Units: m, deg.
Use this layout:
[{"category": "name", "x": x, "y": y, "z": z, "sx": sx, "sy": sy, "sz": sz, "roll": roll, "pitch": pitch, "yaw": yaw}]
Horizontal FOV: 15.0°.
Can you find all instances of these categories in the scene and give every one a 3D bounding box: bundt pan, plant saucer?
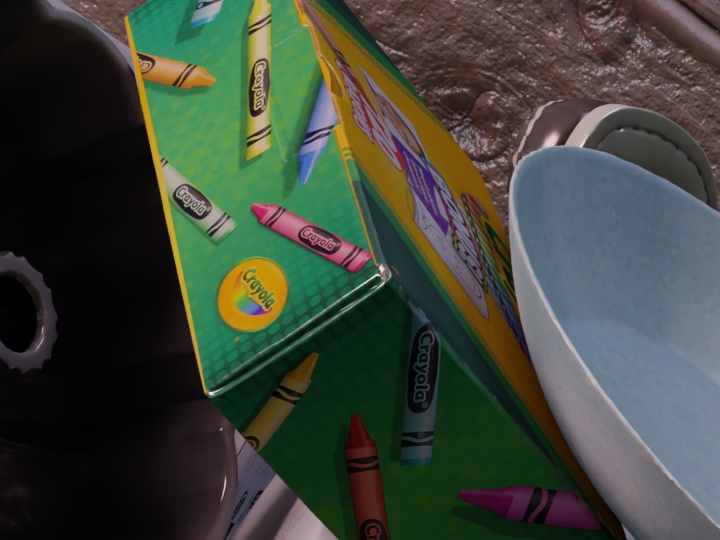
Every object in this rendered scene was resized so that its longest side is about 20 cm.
[{"category": "bundt pan", "x": -0.121, "y": 0.020, "z": 0.746, "sx": 0.075, "sy": 0.203, "sz": 0.202, "roll": -15, "pitch": -30, "yaw": 32}, {"category": "plant saucer", "x": 0.105, "y": 0.051, "z": 0.732, "sx": 0.201, "sy": 0.039, "sz": 0.201, "roll": 35, "pitch": 23, "yaw": -17}]

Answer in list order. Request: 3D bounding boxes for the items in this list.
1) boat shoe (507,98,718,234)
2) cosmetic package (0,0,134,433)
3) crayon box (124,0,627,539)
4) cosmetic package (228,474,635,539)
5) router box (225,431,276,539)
[{"category": "boat shoe", "x": 0.080, "y": 0.002, "z": 0.869, "sx": 0.060, "sy": 0.072, "sz": 0.201, "roll": 29, "pitch": -13, "yaw": 31}, {"category": "cosmetic package", "x": -0.197, "y": -0.020, "z": 0.867, "sx": 0.164, "sy": 0.166, "sz": 0.200, "roll": -13, "pitch": -30, "yaw": 34}, {"category": "crayon box", "x": 0.000, "y": 0.000, "z": 0.757, "sx": 0.119, "sy": 0.058, "sz": 0.200, "roll": 49, "pitch": 13, "yaw": -33}, {"category": "cosmetic package", "x": 0.026, "y": 0.144, "z": 0.853, "sx": 0.167, "sy": 0.167, "sz": 0.200, "roll": 34, "pitch": 22, "yaw": -4}, {"category": "router box", "x": -0.114, "y": 0.039, "z": 0.994, "sx": 0.179, "sy": 0.201, "sz": 0.049, "roll": 32, "pitch": 3, "yaw": 21}]
